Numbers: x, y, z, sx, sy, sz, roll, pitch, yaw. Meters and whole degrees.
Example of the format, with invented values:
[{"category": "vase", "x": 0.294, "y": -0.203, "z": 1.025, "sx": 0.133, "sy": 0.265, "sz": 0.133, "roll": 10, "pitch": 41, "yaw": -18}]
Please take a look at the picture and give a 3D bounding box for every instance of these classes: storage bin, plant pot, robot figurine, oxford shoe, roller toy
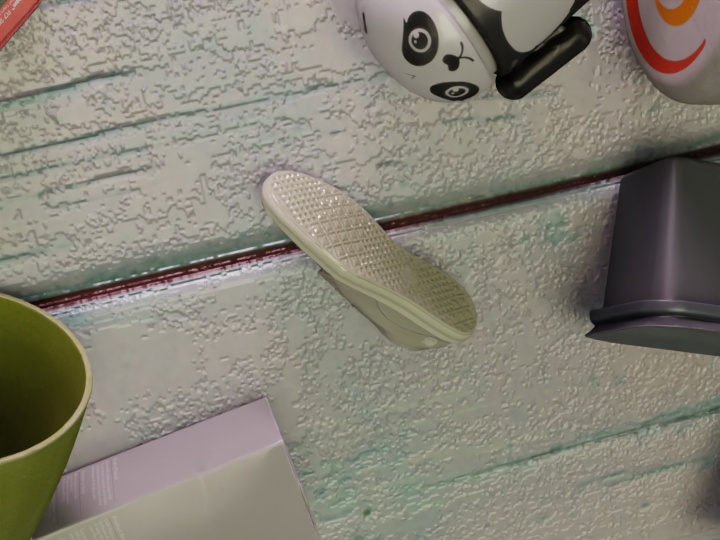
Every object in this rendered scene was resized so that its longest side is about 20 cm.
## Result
[{"category": "storage bin", "x": 0.283, "y": -0.005, "z": 0.935, "sx": 0.199, "sy": 0.145, "sz": 0.135, "roll": 8, "pitch": 80, "yaw": -17}, {"category": "plant pot", "x": -0.290, "y": 0.145, "z": 0.822, "sx": 0.186, "sy": 0.187, "sz": 0.201, "roll": 5, "pitch": 123, "yaw": -16}, {"category": "robot figurine", "x": 0.090, "y": -0.205, "z": 0.805, "sx": 0.200, "sy": 0.125, "sz": 0.150, "roll": -41, "pitch": 82, "yaw": 2}, {"category": "oxford shoe", "x": 0.000, "y": 0.000, "z": 0.893, "sx": 0.200, "sy": 0.075, "sz": 0.058, "roll": 36, "pitch": 134, "yaw": -21}, {"category": "roller toy", "x": 0.279, "y": -0.207, "z": 0.819, "sx": 0.139, "sy": 0.200, "sz": 0.184, "roll": -3, "pitch": 104, "yaw": -14}]

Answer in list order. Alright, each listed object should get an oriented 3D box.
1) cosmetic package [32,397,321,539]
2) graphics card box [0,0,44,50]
[{"category": "cosmetic package", "x": -0.140, "y": 0.189, "z": 0.913, "sx": 0.199, "sy": 0.090, "sz": 0.107, "roll": -20, "pitch": 113, "yaw": -10}, {"category": "graphics card box", "x": -0.313, "y": -0.199, "z": 0.745, "sx": 0.200, "sy": 0.051, "sz": 0.126, "roll": 41, "pitch": 96, "yaw": -24}]
